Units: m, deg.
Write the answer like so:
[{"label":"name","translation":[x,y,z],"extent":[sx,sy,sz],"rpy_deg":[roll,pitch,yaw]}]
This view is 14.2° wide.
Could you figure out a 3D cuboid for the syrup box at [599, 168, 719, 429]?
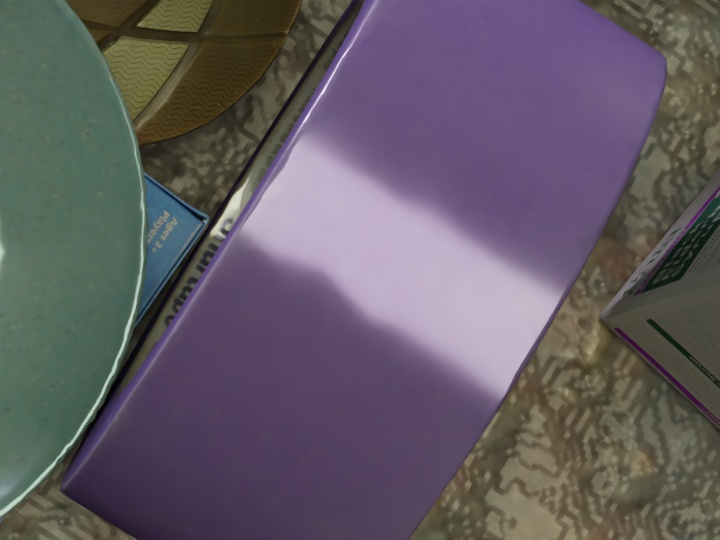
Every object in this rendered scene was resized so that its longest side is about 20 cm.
[{"label":"syrup box","translation":[0.145,0.003,0.855],"extent":[0.081,0.200,0.079],"rpy_deg":[42,80,-5]}]

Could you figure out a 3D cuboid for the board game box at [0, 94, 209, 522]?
[{"label":"board game box","translation":[-0.166,-0.013,0.864],"extent":[0.200,0.037,0.152],"rpy_deg":[38,80,-20]}]

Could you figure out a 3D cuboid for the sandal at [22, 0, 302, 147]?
[{"label":"sandal","translation":[-0.053,-0.123,0.912],"extent":[0.080,0.054,0.201],"rpy_deg":[26,65,-20]}]

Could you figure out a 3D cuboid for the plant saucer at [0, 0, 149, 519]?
[{"label":"plant saucer","translation":[-0.161,-0.011,0.826],"extent":[0.200,0.039,0.202],"rpy_deg":[-3,97,-23]}]

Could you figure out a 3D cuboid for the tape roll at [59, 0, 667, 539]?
[{"label":"tape roll","translation":[0.000,0.000,0.833],"extent":[0.085,0.200,0.201],"rpy_deg":[31,81,-5]}]
